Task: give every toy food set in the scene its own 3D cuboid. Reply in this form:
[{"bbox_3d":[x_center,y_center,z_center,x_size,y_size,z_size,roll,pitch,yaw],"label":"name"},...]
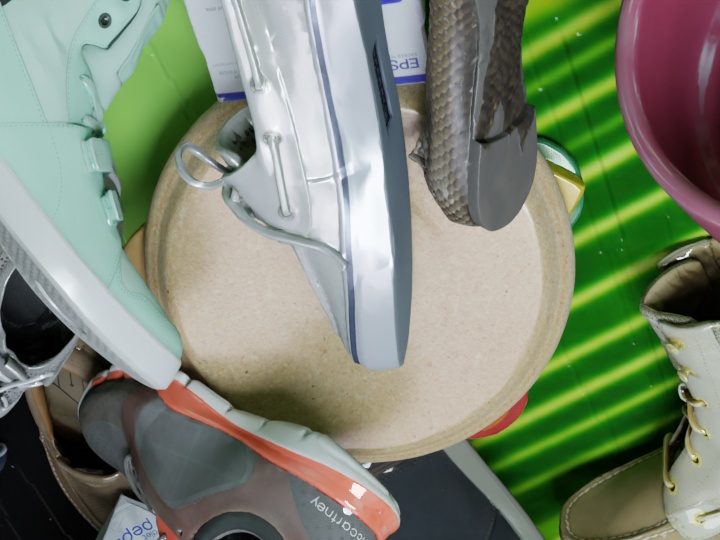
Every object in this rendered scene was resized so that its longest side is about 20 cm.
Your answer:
[{"bbox_3d":[0.000,0.000,0.853,0.197,0.049,0.201,27,112,-7],"label":"toy food set"}]

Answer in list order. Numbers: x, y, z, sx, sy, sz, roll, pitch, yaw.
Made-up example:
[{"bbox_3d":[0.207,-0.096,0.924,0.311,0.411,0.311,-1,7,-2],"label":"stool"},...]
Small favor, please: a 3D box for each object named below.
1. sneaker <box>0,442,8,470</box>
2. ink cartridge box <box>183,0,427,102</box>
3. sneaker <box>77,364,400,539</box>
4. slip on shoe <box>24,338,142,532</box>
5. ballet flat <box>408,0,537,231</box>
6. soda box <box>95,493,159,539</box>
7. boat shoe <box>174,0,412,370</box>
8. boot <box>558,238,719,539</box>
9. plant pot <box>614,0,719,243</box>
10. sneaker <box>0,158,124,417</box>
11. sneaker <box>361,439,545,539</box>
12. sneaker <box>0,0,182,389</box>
[{"bbox_3d":[-0.247,0.140,1.063,0.070,0.109,0.200,20,164,-13],"label":"sneaker"},{"bbox_3d":[-0.033,-0.158,0.745,0.099,0.039,0.201,-4,132,12],"label":"ink cartridge box"},{"bbox_3d":[-0.074,0.099,0.845,0.199,0.082,0.077,12,152,48],"label":"sneaker"},{"bbox_3d":[-0.133,0.088,0.986,0.075,0.061,0.201,3,134,7],"label":"slip on shoe"},{"bbox_3d":[0.044,-0.110,0.747,0.046,0.067,0.201,22,127,34],"label":"ballet flat"},{"bbox_3d":[-0.130,0.191,1.042,0.063,0.069,0.200,24,151,-5],"label":"soda box"},{"bbox_3d":[-0.029,-0.047,0.763,0.085,0.075,0.203,-3,124,11],"label":"boat shoe"},{"bbox_3d":[0.160,0.065,0.907,0.199,0.072,0.155,-22,127,22],"label":"boot"},{"bbox_3d":[0.220,-0.064,0.701,0.199,0.201,0.179,-25,141,30],"label":"plant pot"},{"bbox_3d":[-0.174,0.032,0.869,0.074,0.082,0.201,20,114,-33],"label":"sneaker"},{"bbox_3d":[0.020,0.128,0.962,0.106,0.075,0.200,-39,113,-3],"label":"sneaker"},{"bbox_3d":[-0.105,-0.056,0.784,0.201,0.118,0.074,56,164,-11],"label":"sneaker"}]
